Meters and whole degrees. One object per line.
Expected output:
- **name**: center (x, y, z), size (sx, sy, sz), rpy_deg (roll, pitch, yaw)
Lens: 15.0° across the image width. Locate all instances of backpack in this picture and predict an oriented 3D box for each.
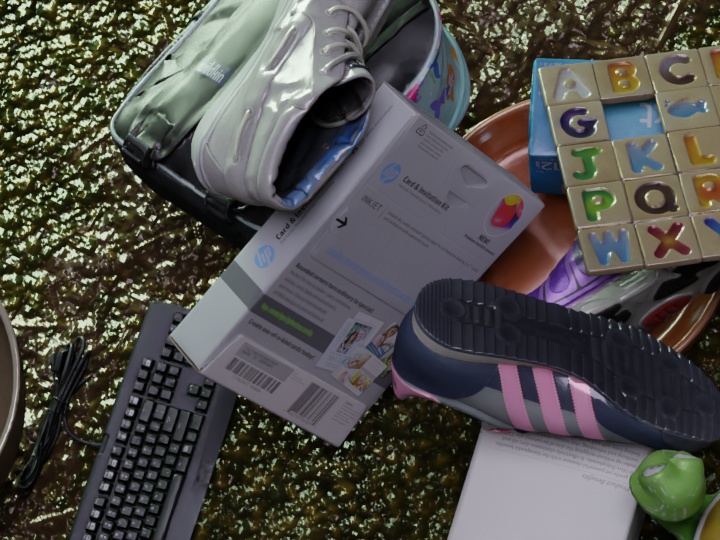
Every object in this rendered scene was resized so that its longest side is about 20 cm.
- **backpack**: center (-0.031, -0.104, 1.713), size (0.177, 0.151, 0.200), rpy_deg (32, 82, 31)

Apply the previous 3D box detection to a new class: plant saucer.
- **plant saucer**: center (0.134, -0.014, 1.728), size (0.200, 0.032, 0.201), rpy_deg (-3, 70, 7)

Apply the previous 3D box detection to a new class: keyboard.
- **keyboard**: center (-0.154, 0.113, 1.726), size (0.127, 0.021, 0.201), rpy_deg (14, 72, 12)

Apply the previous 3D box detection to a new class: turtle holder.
- **turtle holder**: center (0.253, 0.163, 1.576), size (0.141, 0.132, 0.186), rpy_deg (-29, 84, -8)

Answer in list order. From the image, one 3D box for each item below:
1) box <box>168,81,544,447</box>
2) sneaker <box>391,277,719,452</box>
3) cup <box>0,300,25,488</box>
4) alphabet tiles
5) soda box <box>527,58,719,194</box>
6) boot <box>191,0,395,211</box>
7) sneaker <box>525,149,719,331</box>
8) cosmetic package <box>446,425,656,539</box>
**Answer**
- **box**: center (0.000, 0.000, 1.646), size (0.200, 0.156, 0.041), rpy_deg (-49, 52, 8)
- **sneaker**: center (0.113, 0.068, 1.600), size (0.199, 0.082, 0.070), rpy_deg (21, 46, -8)
- **cup**: center (-0.290, 0.094, 1.684), size (0.200, 0.143, 0.201), rpy_deg (-3, 69, 7)
- **alphabet tiles**: center (0.217, -0.073, 1.624), size (0.199, 0.008, 0.168), rpy_deg (-8, 49, -3)
- **soda box**: center (0.205, -0.084, 1.692), size (0.199, 0.064, 0.068), rpy_deg (3, 69, 6)
- **boot**: center (-0.013, -0.120, 1.582), size (0.095, 0.074, 0.200), rpy_deg (22, 79, 53)
- **sneaker**: center (0.150, -0.001, 1.654), size (0.200, 0.081, 0.084), rpy_deg (-31, 60, 10)
- **cosmetic package**: center (0.106, 0.172, 1.634), size (0.107, 0.085, 0.201), rpy_deg (16, 73, 12)
